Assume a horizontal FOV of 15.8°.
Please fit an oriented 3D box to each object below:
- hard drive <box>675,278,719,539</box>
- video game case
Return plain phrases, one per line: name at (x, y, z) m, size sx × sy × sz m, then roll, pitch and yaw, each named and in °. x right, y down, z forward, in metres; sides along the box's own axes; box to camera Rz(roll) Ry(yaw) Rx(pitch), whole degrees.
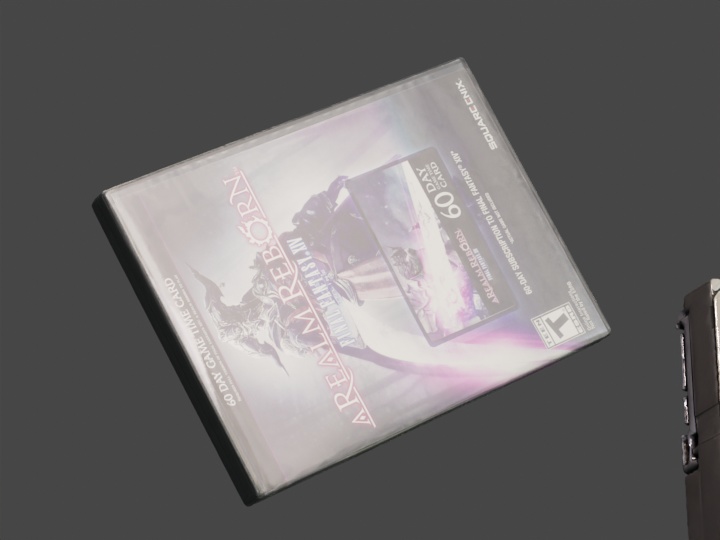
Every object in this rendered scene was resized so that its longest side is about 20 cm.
hard drive at (0.240, 0.087, 1.189) m, size 0.199 × 0.038 × 0.140 m, roll 11°, pitch 63°, yaw -23°
video game case at (0.000, 0.000, 1.110) m, size 0.200 × 0.019 × 0.143 m, roll -23°, pitch 80°, yaw -34°
